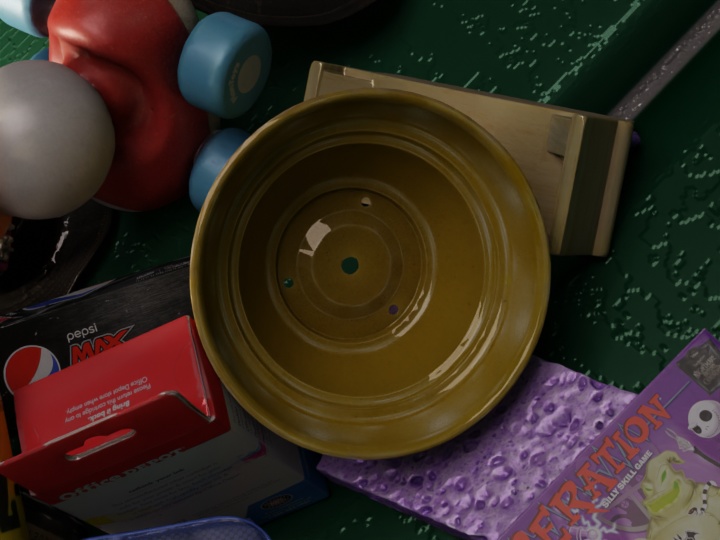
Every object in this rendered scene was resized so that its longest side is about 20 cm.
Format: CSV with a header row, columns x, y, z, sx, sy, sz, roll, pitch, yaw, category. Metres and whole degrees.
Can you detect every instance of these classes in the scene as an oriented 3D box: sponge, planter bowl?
x,y,z,sx,sy,sz,roll,pitch,yaw,category
0.079,0.101,0.997,0.199,0.030,0.112,20,77,30,sponge
0.000,0.000,0.984,0.198,0.083,0.202,-1,94,-10,planter bowl

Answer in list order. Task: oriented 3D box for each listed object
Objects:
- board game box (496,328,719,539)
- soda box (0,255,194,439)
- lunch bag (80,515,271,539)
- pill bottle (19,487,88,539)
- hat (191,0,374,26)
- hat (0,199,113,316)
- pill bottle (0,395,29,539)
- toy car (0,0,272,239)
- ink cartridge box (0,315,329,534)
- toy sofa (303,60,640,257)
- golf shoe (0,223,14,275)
x,y,z,sx,sy,sz,roll,pitch,yaw,category
0.155,0.142,0.916,0.200,0.032,0.120,-45,68,-7,board game box
-0.164,0.048,1.061,0.198,0.063,0.071,-18,97,-9,soda box
-0.099,0.234,0.953,0.135,0.133,0.201,-7,62,-4,lunch bag
-0.250,0.223,1.041,0.111,0.112,0.201,15,73,29,pill bottle
-0.067,-0.234,1.172,0.199,0.081,0.202,3,74,-9,hat
-0.271,-0.047,1.197,0.199,0.081,0.202,-11,63,21,hat
-0.232,0.155,0.937,0.113,0.114,0.202,-13,88,19,pill bottle
-0.182,-0.080,1.083,0.183,0.178,0.200,25,51,23,toy car
-0.112,0.093,0.985,0.115,0.200,0.068,-23,61,13,ink cartridge box
0.064,-0.068,1.064,0.199,0.097,0.084,15,98,29,toy sofa
-0.280,0.030,1.133,0.091,0.075,0.202,14,104,15,golf shoe
